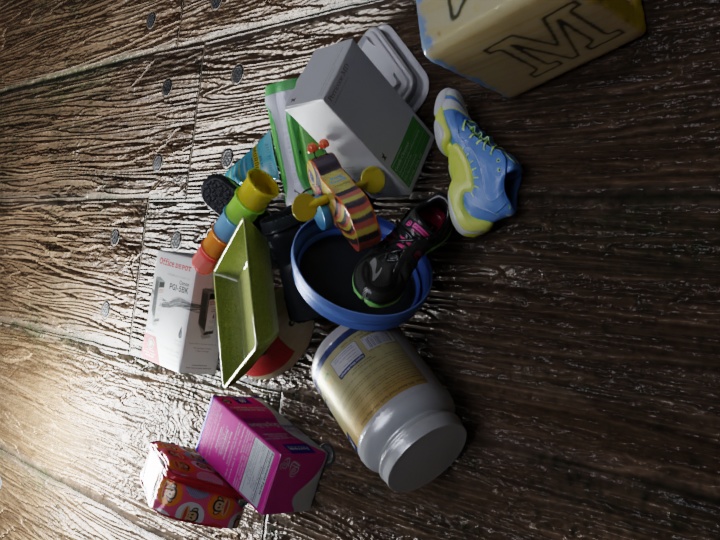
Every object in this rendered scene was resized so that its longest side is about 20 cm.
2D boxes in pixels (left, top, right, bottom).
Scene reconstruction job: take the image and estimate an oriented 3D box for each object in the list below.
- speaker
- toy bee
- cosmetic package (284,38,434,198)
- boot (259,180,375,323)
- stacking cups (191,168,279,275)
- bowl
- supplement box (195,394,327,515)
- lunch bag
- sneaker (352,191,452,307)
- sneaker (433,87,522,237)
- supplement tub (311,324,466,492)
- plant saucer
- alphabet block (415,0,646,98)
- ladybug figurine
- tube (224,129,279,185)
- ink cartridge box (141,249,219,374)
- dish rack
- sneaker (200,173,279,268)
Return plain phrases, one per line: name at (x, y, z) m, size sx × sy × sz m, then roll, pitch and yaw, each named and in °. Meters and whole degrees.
speaker at (-0.092, -0.189, 1.321) m, size 0.087 × 0.088 × 0.205 m, roll -5°, pitch 99°, yaw 44°
toy bee at (-0.044, -0.110, 1.132) m, size 0.197 × 0.130 × 0.111 m, roll 20°, pitch 134°, yaw 38°
cosmetic package at (0.002, -0.201, 1.164) m, size 0.084 × 0.200 × 0.109 m, roll 1°, pitch 58°, yaw 45°
boot at (-0.041, -0.030, 1.275) m, size 0.076 × 0.197 × 0.171 m, roll 24°, pitch 136°, yaw 64°
stacking cups at (-0.202, -0.070, 1.363) m, size 0.201 × 0.060 × 0.061 m, roll -51°, pitch 52°, yaw 31°
bowl at (0.000, 0.000, 1.160) m, size 0.202 × 0.197 × 0.040 m, roll 56°, pitch 144°, yaw 34°
supplement box at (-0.157, 0.284, 1.335) m, size 0.199 × 0.100 × 0.105 m, roll 29°, pitch 103°, yaw 43°
lunch bag at (-0.258, 0.348, 1.376) m, size 0.199 × 0.173 × 0.084 m, roll 16°, pitch 84°, yaw 66°
sneaker at (0.055, -0.034, 1.110) m, size 0.076 × 0.201 × 0.084 m, roll 32°, pitch 148°, yaw 12°
sneaker at (0.160, -0.150, 1.112) m, size 0.103 × 0.075 × 0.205 m, roll -14°, pitch 80°, yaw 30°
supplement tub at (0.036, 0.172, 1.124) m, size 0.146 × 0.143 × 0.201 m, roll -56°, pitch 49°, yaw 22°
plant saucer at (-0.171, 0.053, 1.287) m, size 0.200 × 0.047 × 0.204 m, roll 133°, pitch 134°, yaw -57°
alphabet block at (0.194, -0.351, 1.012) m, size 0.198 × 0.194 × 0.200 m, roll -18°, pitch 72°, yaw 42°
ladybug figurine at (-0.155, 0.102, 1.382) m, size 0.199 × 0.071 × 0.138 m, roll -38°, pitch 59°, yaw 35°
tube at (-0.175, -0.169, 1.419) m, size 0.199 × 0.050 × 0.079 m, roll -16°, pitch 89°, yaw 63°
ink cartridge box at (-0.315, 0.072, 1.543) m, size 0.145 × 0.082 × 0.205 m, roll 10°, pitch 91°, yaw 47°
dish rack at (0.004, -0.259, 1.300) m, size 0.201 × 0.043 × 0.173 m, roll -51°, pitch 52°, yaw 28°
sneaker at (-0.181, -0.092, 1.428) m, size 0.072 × 0.083 × 0.200 m, roll -43°, pitch 89°, yaw 14°
